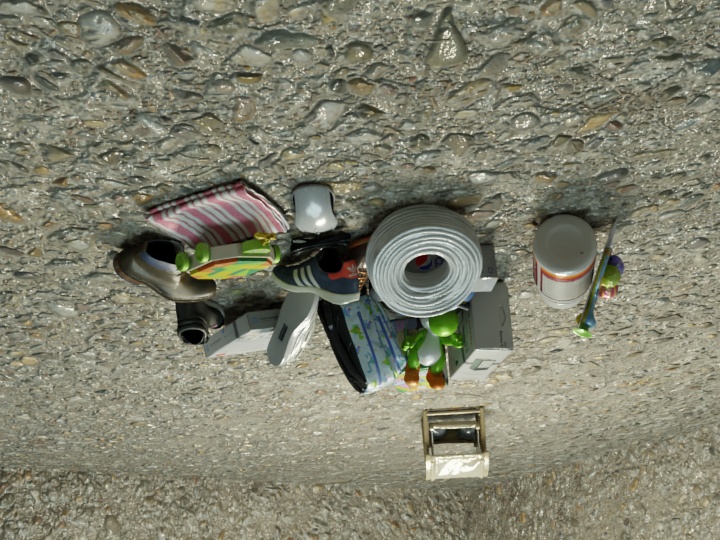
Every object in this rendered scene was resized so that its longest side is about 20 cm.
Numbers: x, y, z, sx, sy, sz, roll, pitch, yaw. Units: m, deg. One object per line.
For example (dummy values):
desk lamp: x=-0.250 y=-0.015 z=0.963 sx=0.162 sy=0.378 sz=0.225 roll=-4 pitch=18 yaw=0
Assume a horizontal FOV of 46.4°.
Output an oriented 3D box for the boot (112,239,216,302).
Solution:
boot: x=-0.320 y=0.002 z=1.460 sx=0.198 sy=0.076 sz=0.096 roll=18 pitch=152 yaw=-36

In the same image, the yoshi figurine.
yoshi figurine: x=0.148 y=0.144 z=1.697 sx=0.111 sy=0.204 sz=0.111 roll=25 pitch=-157 yaw=36

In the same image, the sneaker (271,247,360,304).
sneaker: x=-0.079 y=-0.004 z=1.487 sx=0.197 sy=0.086 sz=0.074 roll=13 pitch=-162 yaw=36

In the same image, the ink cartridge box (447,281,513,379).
ink cartridge box: x=0.241 y=0.126 z=1.734 sx=0.082 sy=0.149 sz=0.201 roll=2 pitch=155 yaw=-9

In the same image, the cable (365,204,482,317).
cable: x=0.105 y=-0.013 z=1.407 sx=0.198 sy=0.070 sz=0.200 roll=26 pitch=123 yaw=-25

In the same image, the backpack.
backpack: x=0.003 y=0.139 z=1.651 sx=0.151 sy=0.204 sz=0.163 roll=-6 pitch=165 yaw=-22

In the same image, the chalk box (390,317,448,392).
chalk box: x=0.114 y=0.181 z=1.871 sx=0.121 sy=0.127 sz=0.200 roll=-10 pitch=155 yaw=14

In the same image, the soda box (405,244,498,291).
soda box: x=0.146 y=-0.002 z=1.525 sx=0.195 sy=0.070 sz=0.064 roll=-2 pitch=155 yaw=-5

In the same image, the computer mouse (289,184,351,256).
computer mouse: x=-0.073 y=-0.074 z=1.359 sx=0.107 sy=0.045 sz=0.201 roll=-4 pitch=157 yaw=2

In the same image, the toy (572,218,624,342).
toy: x=0.427 y=0.026 z=1.468 sx=0.047 sy=0.202 sz=0.115 roll=22 pitch=164 yaw=18

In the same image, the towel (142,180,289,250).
towel: x=-0.229 y=-0.080 z=1.343 sx=0.196 sy=0.031 sz=0.146 roll=-14 pitch=154 yaw=22

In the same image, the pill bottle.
pill bottle: x=0.359 y=-0.009 z=1.487 sx=0.107 sy=0.112 sz=0.200 roll=-7 pitch=157 yaw=9

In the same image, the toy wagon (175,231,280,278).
toy wagon: x=-0.208 y=-0.023 z=1.402 sx=0.153 sy=0.040 sz=0.198 roll=0 pitch=169 yaw=-40

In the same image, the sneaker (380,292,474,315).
sneaker: x=0.125 y=0.044 z=1.627 sx=0.197 sy=0.072 sz=0.077 roll=-18 pitch=158 yaw=30

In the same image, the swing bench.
swing bench: x=0.294 y=0.545 z=2.629 sx=0.194 sy=0.204 sz=0.130 roll=-4 pitch=157 yaw=0

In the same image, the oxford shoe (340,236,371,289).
oxford shoe: x=0.000 y=0.000 z=1.501 sx=0.070 sy=0.074 sz=0.200 roll=10 pitch=153 yaw=-27

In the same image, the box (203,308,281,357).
box: x=-0.218 y=0.130 z=1.766 sx=0.154 sy=0.042 sz=0.199 roll=-5 pitch=161 yaw=-39

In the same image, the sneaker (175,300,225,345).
sneaker: x=-0.320 y=0.110 z=1.674 sx=0.069 sy=0.101 sz=0.200 roll=-9 pitch=157 yaw=8

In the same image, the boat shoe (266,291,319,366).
boat shoe: x=-0.119 y=0.105 z=1.664 sx=0.065 sy=0.072 sz=0.203 roll=-4 pitch=124 yaw=-47

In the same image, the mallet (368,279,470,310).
mallet: x=0.108 y=0.049 z=1.566 sx=0.196 sy=0.066 sz=0.042 roll=18 pitch=122 yaw=2
